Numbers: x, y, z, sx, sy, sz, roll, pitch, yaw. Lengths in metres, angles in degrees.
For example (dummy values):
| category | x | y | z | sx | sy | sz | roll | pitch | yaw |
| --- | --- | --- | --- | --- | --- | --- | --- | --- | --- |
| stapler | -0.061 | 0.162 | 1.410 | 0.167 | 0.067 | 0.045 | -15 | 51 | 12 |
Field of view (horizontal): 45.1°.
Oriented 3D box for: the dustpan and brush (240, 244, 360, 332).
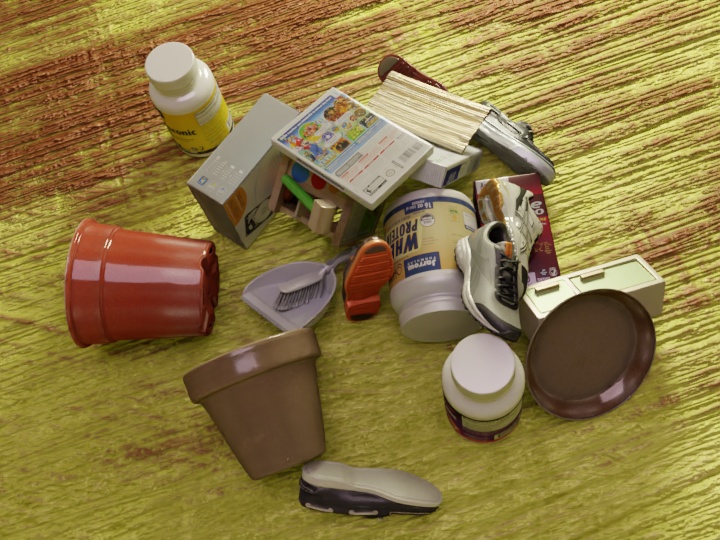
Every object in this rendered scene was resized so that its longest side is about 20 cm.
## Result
| category | x | y | z | sx | sy | sz | roll | pitch | yaw |
| --- | --- | --- | --- | --- | --- | --- | --- | --- | --- |
| dustpan and brush | -0.071 | 0.014 | 1.360 | 0.200 | 0.057 | 0.140 | -25 | 43 | -36 |

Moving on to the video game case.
| category | x | y | z | sx | sy | sz | roll | pitch | yaw |
| --- | --- | --- | --- | --- | --- | --- | --- | --- | --- |
| video game case | -0.013 | -0.185 | 1.282 | 0.200 | 0.018 | 0.143 | 35 | 64 | 23 |

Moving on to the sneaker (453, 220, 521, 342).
| category | x | y | z | sx | sy | sz | roll | pitch | yaw |
| --- | --- | --- | --- | --- | --- | --- | --- | --- | --- |
| sneaker | 0.180 | 0.010 | 1.160 | 0.079 | 0.074 | 0.200 | -44 | 36 | 31 |

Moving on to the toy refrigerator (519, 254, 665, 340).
| category | x | y | z | sx | sy | sz | roll | pitch | yaw |
| --- | --- | --- | --- | --- | --- | --- | --- | --- | --- |
| toy refrigerator | 0.332 | 0.043 | 1.257 | 0.200 | 0.070 | 0.076 | -15 | 37 | -9 |

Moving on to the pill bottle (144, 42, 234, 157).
| category | x | y | z | sx | sy | sz | roll | pitch | yaw |
| --- | --- | --- | --- | --- | --- | --- | --- | --- | --- |
| pill bottle | -0.291 | -0.289 | 1.463 | 0.111 | 0.200 | 0.111 | -3 | 64 | 7 |

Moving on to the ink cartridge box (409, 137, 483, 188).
| category | x | y | z | sx | sy | sz | roll | pitch | yaw |
| --- | --- | --- | --- | --- | --- | --- | --- | --- | --- |
| ink cartridge box | 0.074 | -0.194 | 1.385 | 0.200 | 0.200 | 0.041 | 23 | 113 | 18 |

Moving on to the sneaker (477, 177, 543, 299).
| category | x | y | z | sx | sy | sz | roll | pitch | yaw |
| --- | --- | --- | --- | --- | --- | --- | --- | --- | --- |
| sneaker | 0.233 | -0.046 | 1.266 | 0.088 | 0.076 | 0.200 | 10 | 61 | -23 |

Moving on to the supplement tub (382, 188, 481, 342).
| category | x | y | z | sx | sy | sz | roll | pitch | yaw |
| --- | --- | --- | --- | --- | --- | --- | --- | --- | --- |
| supplement tub | 0.112 | -0.007 | 1.301 | 0.144 | 0.144 | 0.200 | -7 | 63 | 5 |

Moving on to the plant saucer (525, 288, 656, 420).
| category | x | y | z | sx | sy | sz | roll | pitch | yaw |
| --- | --- | --- | --- | --- | --- | --- | --- | --- | --- |
| plant saucer | 0.317 | 0.115 | 1.214 | 0.200 | 0.200 | 0.032 | -28 | 23 | -5 |

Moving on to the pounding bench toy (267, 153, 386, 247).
| category | x | y | z | sx | sy | sz | roll | pitch | yaw |
| --- | --- | --- | --- | --- | --- | --- | --- | --- | --- |
| pounding bench toy | -0.067 | -0.127 | 1.338 | 0.156 | 0.200 | 0.124 | 28 | 113 | 19 |

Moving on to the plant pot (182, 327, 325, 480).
| category | x | y | z | sx | sy | sz | roll | pitch | yaw |
| --- | --- | --- | --- | --- | --- | --- | --- | --- | --- |
| plant pot | -0.130 | 0.196 | 1.234 | 0.200 | 0.200 | 0.175 | -22 | 82 | -2 |

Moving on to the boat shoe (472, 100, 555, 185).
| category | x | y | z | sx | sy | sz | roll | pitch | yaw |
| --- | --- | --- | --- | --- | --- | --- | --- | --- | --- |
| boat shoe | 0.252 | -0.218 | 1.421 | 0.071 | 0.072 | 0.200 | -43 | 64 | -8 |

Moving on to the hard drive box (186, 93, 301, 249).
| category | x | y | z | sx | sy | sz | roll | pitch | yaw |
| --- | --- | --- | --- | --- | --- | --- | --- | --- | --- |
| hard drive box | -0.171 | -0.159 | 1.409 | 0.077 | 0.156 | 0.200 | 30 | 73 | 20 |

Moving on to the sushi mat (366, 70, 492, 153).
| category | x | y | z | sx | sy | sz | roll | pitch | yaw |
| --- | --- | --- | --- | --- | --- | --- | --- | --- | --- |
| sushi mat | 0.105 | -0.260 | 1.408 | 0.200 | 0.012 | 0.096 | 26 | 75 | 25 |

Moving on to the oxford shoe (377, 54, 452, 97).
| category | x | y | z | sx | sy | sz | roll | pitch | yaw |
| --- | --- | --- | --- | --- | --- | --- | --- | --- | --- |
| oxford shoe | 0.117 | -0.295 | 1.475 | 0.070 | 0.075 | 0.200 | -47 | 68 | 19 |

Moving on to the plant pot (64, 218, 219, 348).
| category | x | y | z | sx | sy | sz | roll | pitch | yaw |
| --- | --- | --- | --- | --- | --- | --- | --- | --- | --- |
| plant pot | -0.326 | 0.024 | 1.335 | 0.195 | 0.201 | 0.201 | 3 | 65 | 0 |

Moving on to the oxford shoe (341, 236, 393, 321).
| category | x | y | z | sx | sy | sz | roll | pitch | yaw |
| --- | --- | --- | --- | --- | --- | --- | --- | --- | --- |
| oxford shoe | 0.000 | 0.000 | 1.284 | 0.071 | 0.200 | 0.073 | -8 | 60 | -16 |

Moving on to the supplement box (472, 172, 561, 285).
| category | x | y | z | sx | sy | sz | roll | pitch | yaw |
| --- | --- | --- | --- | --- | --- | --- | --- | --- | --- |
| supplement box | 0.241 | -0.048 | 1.349 | 0.109 | 0.061 | 0.200 | -8 | 63 | 3 |

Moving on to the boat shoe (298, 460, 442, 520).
| category | x | y | z | sx | sy | sz | roll | pitch | yaw |
| --- | --- | --- | --- | --- | --- | --- | --- | --- | --- |
| boat shoe | 0.012 | 0.316 | 1.208 | 0.200 | 0.074 | 0.060 | 9 | 107 | -5 |

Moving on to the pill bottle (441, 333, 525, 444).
| category | x | y | z | sx | sy | sz | roll | pitch | yaw |
| --- | --- | --- | --- | --- | --- | --- | --- | --- | --- |
| pill bottle | 0.167 | 0.160 | 1.182 | 0.111 | 0.200 | 0.112 | -3 | 64 | 7 |
